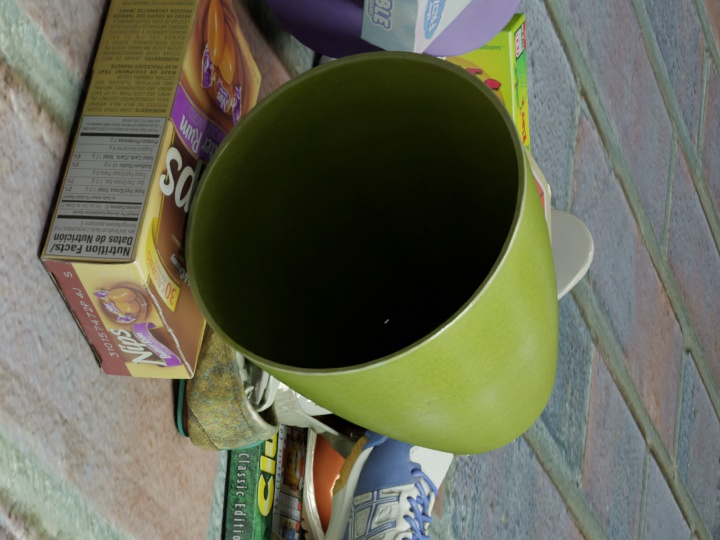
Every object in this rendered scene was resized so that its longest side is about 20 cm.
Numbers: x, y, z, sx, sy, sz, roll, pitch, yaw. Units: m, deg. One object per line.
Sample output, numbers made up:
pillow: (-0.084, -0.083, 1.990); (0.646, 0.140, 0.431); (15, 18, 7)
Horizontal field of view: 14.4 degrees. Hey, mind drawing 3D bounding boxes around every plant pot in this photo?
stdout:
plant pot: (0.031, 0.014, 1.526); (0.200, 0.186, 0.188); (52, 42, -54)

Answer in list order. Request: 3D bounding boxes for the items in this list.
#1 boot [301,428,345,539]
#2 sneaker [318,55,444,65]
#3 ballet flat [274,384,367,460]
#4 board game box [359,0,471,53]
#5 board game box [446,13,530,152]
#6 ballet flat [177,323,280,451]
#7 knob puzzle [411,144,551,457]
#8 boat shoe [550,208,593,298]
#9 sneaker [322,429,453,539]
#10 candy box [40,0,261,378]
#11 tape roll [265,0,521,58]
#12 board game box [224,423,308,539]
boot: (0.012, 0.110, 1.875); (0.075, 0.107, 0.201); (-46, 137, -72)
sneaker: (0.021, -0.152, 1.931); (0.071, 0.080, 0.201); (73, 26, -54)
ballet flat: (-0.014, 0.070, 1.752); (0.200, 0.062, 0.068); (34, 60, -57)
board game box: (0.074, -0.255, 1.665); (0.199, 0.043, 0.200); (-49, 156, -38)
board game box: (0.070, -0.084, 2.070); (0.048, 0.101, 0.201); (-52, 141, -63)
ballet flat: (-0.070, 0.004, 1.639); (0.071, 0.070, 0.201); (-15, 105, -74)
knob puzzle: (0.083, -0.011, 1.710); (0.219, 0.030, 0.221); (19, 69, -60)
boat shoe: (0.070, 0.023, 1.953); (0.075, 0.199, 0.093); (64, 4, 11)
sneaker: (0.019, 0.171, 1.734); (0.200, 0.088, 0.075); (-60, 141, -8)
candy box: (-0.107, -0.057, 1.519); (0.117, 0.056, 0.201); (68, 29, -55)
tape roll: (0.021, -0.231, 1.770); (0.200, 0.085, 0.201); (-3, 93, -50)
board game box: (-0.057, 0.114, 1.781); (0.105, 0.023, 0.201); (31, 62, -70)
